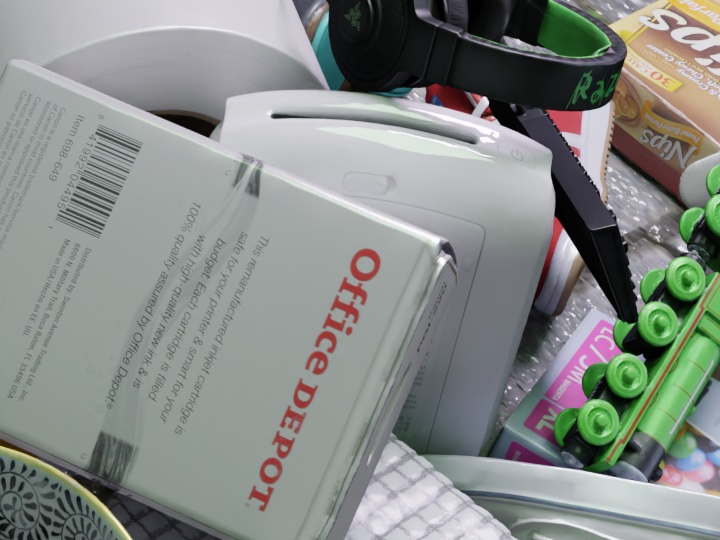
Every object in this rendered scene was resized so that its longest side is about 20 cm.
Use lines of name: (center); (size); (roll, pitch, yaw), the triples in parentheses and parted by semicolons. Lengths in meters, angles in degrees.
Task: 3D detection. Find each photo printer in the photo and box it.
photo printer: (0.000, 0.000, 1.031); (0.165, 0.201, 0.070); (8, 47, -3)

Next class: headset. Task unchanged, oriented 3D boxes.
headset: (0.030, -0.134, 1.006); (0.199, 0.095, 0.123); (22, 22, 18)

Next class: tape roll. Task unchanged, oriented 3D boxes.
tape roll: (-0.120, -0.084, 1.085); (0.201, 0.203, 0.140); (0, 44, -23)

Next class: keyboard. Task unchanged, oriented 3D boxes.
keyboard: (0.089, -0.073, 1.105); (0.020, 0.127, 0.200); (-26, 42, -1)

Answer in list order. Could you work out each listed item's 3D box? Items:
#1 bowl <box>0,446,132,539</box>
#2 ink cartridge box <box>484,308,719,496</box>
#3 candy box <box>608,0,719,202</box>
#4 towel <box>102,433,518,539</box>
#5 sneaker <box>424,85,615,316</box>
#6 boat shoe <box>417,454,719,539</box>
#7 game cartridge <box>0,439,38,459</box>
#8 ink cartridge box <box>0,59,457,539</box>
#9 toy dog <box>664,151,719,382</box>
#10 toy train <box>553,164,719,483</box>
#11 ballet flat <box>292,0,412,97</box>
bowl: (-0.166, 0.176, 0.845); (0.199, 0.094, 0.202); (-1, 60, 2)
ink cartridge box: (0.176, 0.109, 1.126); (0.199, 0.042, 0.119); (33, 42, 10)
candy box: (0.230, -0.123, 1.386); (0.115, 0.056, 0.199); (41, 44, 21)
towel: (-0.034, 0.152, 0.958); (0.165, 0.086, 0.200); (38, 45, 21)
sneaker: (0.080, -0.055, 1.236); (0.112, 0.072, 0.200); (22, 33, -5)
boat shoe: (0.096, 0.129, 1.044); (0.198, 0.074, 0.066); (8, 80, 12)
game cartridge: (-0.238, 0.037, 0.941); (0.199, 0.178, 0.032); (-7, 8, -28)
ink cartridge box: (-0.076, 0.021, 0.908); (0.199, 0.085, 0.146); (23, 84, 11)
toy dog: (0.211, -0.038, 1.208); (0.096, 0.201, 0.132); (18, 12, 23)
toy train: (0.164, 0.025, 1.104); (0.056, 0.042, 0.201); (37, 69, -9)
ballet flat: (-0.022, -0.129, 1.235); (0.073, 0.073, 0.200); (34, 10, 15)
